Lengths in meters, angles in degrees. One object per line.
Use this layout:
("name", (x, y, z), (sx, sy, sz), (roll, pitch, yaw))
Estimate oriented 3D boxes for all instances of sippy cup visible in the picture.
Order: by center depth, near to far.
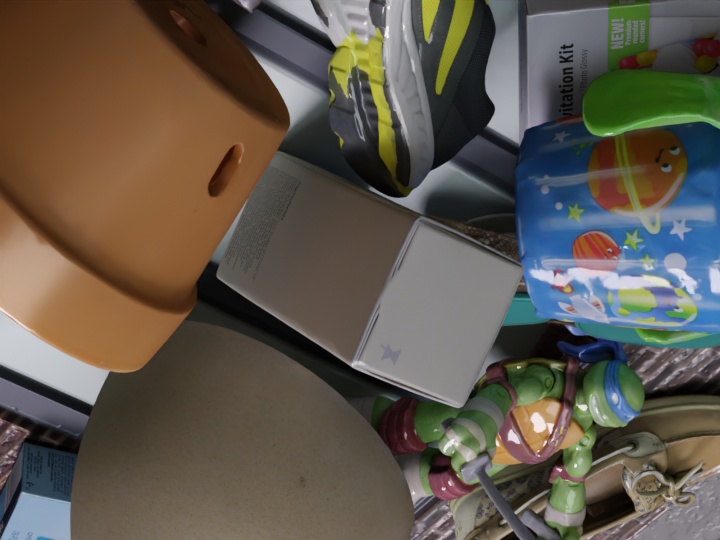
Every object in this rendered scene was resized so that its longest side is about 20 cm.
("sippy cup", (0.147, -0.028, 1.104), (0.129, 0.140, 0.179), (-4, 112, 14))

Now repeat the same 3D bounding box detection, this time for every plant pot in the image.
("plant pot", (-0.129, -0.071, 1.062), (0.140, 0.201, 0.200), (-44, 125, 13))
("plant pot", (-0.087, 0.148, 1.247), (0.199, 0.135, 0.201), (23, 145, 17))

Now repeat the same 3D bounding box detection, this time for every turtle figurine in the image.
("turtle figurine", (0.072, 0.128, 1.280), (0.193, 0.202, 0.143), (-10, 174, 37))

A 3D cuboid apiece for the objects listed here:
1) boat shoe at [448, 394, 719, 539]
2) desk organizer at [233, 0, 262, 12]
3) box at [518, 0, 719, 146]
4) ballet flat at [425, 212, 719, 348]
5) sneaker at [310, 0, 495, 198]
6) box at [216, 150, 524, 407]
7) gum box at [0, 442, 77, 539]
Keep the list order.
("boat shoe", (0.152, 0.137, 1.373), (0.199, 0.063, 0.073), (-23, 132, 16))
("desk organizer", (-0.012, -0.219, 0.975), (0.072, 0.077, 0.200), (34, 119, -24))
("box", (0.183, -0.095, 1.162), (0.198, 0.041, 0.157), (-4, 135, 0))
("ballet flat", (0.117, 0.000, 1.230), (0.198, 0.066, 0.071), (8, 152, -15))
("sneaker", (0.022, -0.140, 1.090), (0.084, 0.074, 0.202), (-30, 130, -37))
("box", (0.000, 0.000, 1.122), (0.068, 0.200, 0.083), (23, 94, -26))
("gum box", (-0.146, 0.198, 1.417), (0.198, 0.045, 0.170), (14, 131, -18))
